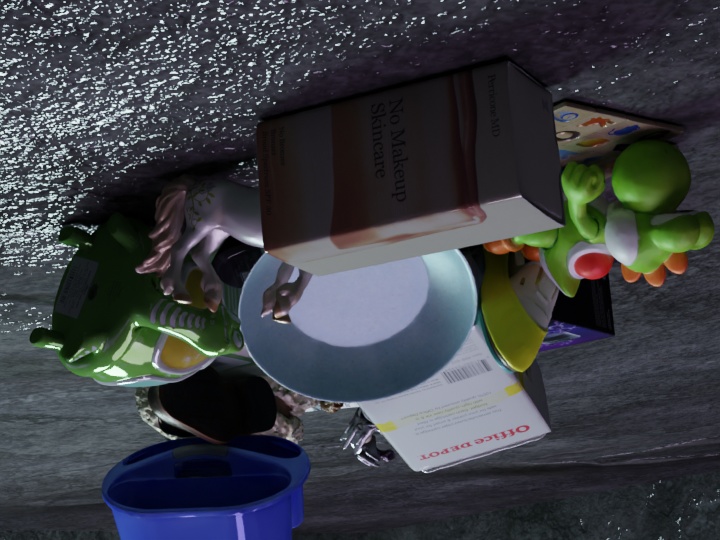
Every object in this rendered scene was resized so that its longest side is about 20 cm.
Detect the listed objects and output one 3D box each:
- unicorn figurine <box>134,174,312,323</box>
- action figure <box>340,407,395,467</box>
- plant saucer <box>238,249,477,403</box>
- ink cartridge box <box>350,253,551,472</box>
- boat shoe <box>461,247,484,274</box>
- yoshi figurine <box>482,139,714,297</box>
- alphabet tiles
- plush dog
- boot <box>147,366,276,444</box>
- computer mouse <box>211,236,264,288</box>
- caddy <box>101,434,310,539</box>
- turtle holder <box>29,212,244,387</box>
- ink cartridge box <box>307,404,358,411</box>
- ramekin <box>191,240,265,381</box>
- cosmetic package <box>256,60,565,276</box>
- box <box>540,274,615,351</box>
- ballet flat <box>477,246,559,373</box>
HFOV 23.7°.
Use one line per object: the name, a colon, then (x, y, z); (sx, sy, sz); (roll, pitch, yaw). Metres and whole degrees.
unicorn figurine: (-0.068, -0.031, 1.311); (0.199, 0.138, 0.074); (11, 172, -1)
action figure: (0.049, 0.150, 1.848); (0.130, 0.069, 0.200); (-42, 165, 16)
plant saucer: (-0.003, 0.023, 1.427); (0.200, 0.039, 0.202); (-3, 128, -4)
ink cartridge box: (0.073, 0.089, 1.572); (0.144, 0.084, 0.200); (-18, 139, 16)
boat shoe: (0.106, 0.014, 1.615); (0.200, 0.067, 0.074); (-39, -174, 28)
yoshi figurine: (0.192, -0.056, 1.357); (0.199, 0.113, 0.112); (1, 134, 47)
alphabet tiles: (0.146, -0.095, 1.334); (0.199, 0.006, 0.166); (7, 161, -39)
plush dog: (-0.107, 0.129, 1.757); (0.200, 0.172, 0.160); (35, 178, -22)
boot: (-0.164, 0.133, 1.587); (0.096, 0.075, 0.200); (-15, 165, 23)
computer mouse: (-0.025, -0.023, 1.468); (0.199, 0.046, 0.141); (-16, 152, 6)
caddy: (-0.142, 0.210, 1.610); (0.199, 0.106, 0.142); (-4, -157, 10)
turtle holder: (-0.172, 0.026, 1.414); (0.131, 0.142, 0.185); (24, 143, -34)
ink cartridge box: (-0.069, 0.106, 1.901); (0.199, 0.085, 0.145); (-6, 166, 3)
ramekin: (-0.146, 0.043, 1.591); (0.199, 0.098, 0.200); (-5, 166, -1)
cosmetic package: (0.033, -0.068, 1.203); (0.199, 0.104, 0.087); (-13, 162, 25)
box: (0.136, 0.042, 1.736); (0.199, 0.079, 0.141); (-15, 160, 35)
ballet flat: (0.138, 0.012, 1.471); (0.067, 0.200, 0.067); (-36, 111, 19)
